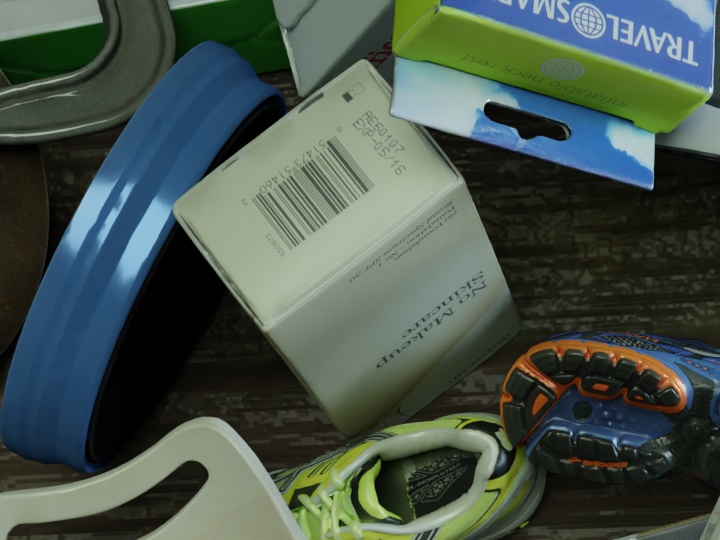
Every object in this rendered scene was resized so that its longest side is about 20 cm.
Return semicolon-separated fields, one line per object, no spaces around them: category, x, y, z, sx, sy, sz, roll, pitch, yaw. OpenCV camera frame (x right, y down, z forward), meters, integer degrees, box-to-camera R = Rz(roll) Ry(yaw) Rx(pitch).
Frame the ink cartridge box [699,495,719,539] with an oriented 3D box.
ink cartridge box;0.195;0.110;0.922;0.116;0.067;0.201;24;92;4

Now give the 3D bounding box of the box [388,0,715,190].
box;0.078;-0.142;0.933;0.122;0.048;0.201;14;64;-20

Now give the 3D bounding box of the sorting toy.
sorting toy;-0.083;0.163;1.006;0.199;0.107;0.181;-20;93;4

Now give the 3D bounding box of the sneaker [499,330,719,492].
sneaker;0.161;0.062;1.041;0.199;0.078;0.076;18;109;0

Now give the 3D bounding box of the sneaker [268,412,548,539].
sneaker;-0.016;0.109;1.060;0.200;0.076;0.076;-27;70;3

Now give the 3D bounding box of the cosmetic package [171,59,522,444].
cosmetic package;0.000;0.000;1.027;0.103;0.200;0.073;-38;68;-2

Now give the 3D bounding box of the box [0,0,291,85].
box;-0.109;-0.184;1.169;0.199;0.097;0.177;-8;72;10

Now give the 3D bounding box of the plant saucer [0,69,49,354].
plant saucer;-0.240;-0.031;1.126;0.200;0.032;0.201;5;102;23

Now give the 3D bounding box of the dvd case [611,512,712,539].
dvd case;0.212;0.161;1.001;0.199;0.016;0.149;-16;91;5

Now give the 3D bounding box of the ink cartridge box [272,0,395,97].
ink cartridge box;0.066;-0.174;1.053;0.199;0.145;0.145;-8;72;-29

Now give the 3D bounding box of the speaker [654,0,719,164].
speaker;0.177;-0.140;0.966;0.081;0.081;0.201;13;93;15

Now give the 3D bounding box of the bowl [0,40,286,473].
bowl;-0.091;-0.002;1.049;0.039;0.201;0.201;26;78;7

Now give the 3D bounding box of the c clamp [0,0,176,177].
c clamp;-0.173;-0.124;1.084;0.170;0.027;0.201;-9;69;-4
